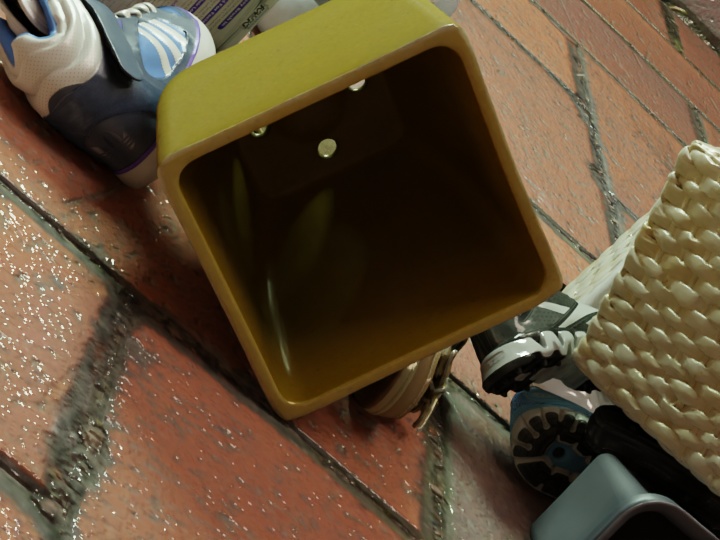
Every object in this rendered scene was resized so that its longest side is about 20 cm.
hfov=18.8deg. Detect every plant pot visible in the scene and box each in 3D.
[{"bbox_3d":[-0.017,-0.069,1.351,0.200,0.193,0.196,-115,180,-59],"label":"plant pot"}]

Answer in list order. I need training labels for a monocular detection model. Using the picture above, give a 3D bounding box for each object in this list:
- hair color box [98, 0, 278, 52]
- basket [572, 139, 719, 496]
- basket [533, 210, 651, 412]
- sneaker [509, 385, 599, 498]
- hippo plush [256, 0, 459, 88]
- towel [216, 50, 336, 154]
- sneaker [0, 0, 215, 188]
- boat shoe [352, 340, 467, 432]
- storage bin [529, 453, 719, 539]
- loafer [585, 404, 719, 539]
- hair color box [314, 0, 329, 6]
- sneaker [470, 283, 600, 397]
[{"bbox_3d":[-0.136,-0.221,1.585,0.065,0.109,0.200,54,20,22],"label":"hair color box"},{"bbox_3d":[0.284,0.046,1.458,0.160,0.199,0.200,11,24,-41],"label":"basket"},{"bbox_3d":[0.262,0.063,1.719,0.198,0.200,0.161,45,13,-4],"label":"basket"},{"bbox_3d":[0.185,0.145,1.588,0.200,0.078,0.090,40,13,-24],"label":"sneaker"},{"bbox_3d":[0.002,-0.235,1.828,0.200,0.161,0.159,49,19,8],"label":"hippo plush"},{"bbox_3d":[-0.036,-0.096,1.661,0.149,0.036,0.200,54,21,22],"label":"towel"},{"bbox_3d":[-0.173,-0.154,1.413,0.146,0.080,0.201,44,25,-25],"label":"sneaker"},{"bbox_3d":[0.042,0.057,1.462,0.063,0.073,0.200,41,19,-6],"label":"boat shoe"},{"bbox_3d":[0.207,0.209,1.434,0.200,0.146,0.134,40,10,-19],"label":"storage bin"},{"bbox_3d":[0.237,0.160,1.516,0.200,0.071,0.068,29,20,-15],"label":"loafer"},{"bbox_3d":[-0.041,-0.271,1.627,0.200,0.061,0.099,49,19,8],"label":"hair color box"},{"bbox_3d":[0.141,0.038,1.562,0.199,0.066,0.091,0,57,-50],"label":"sneaker"}]
